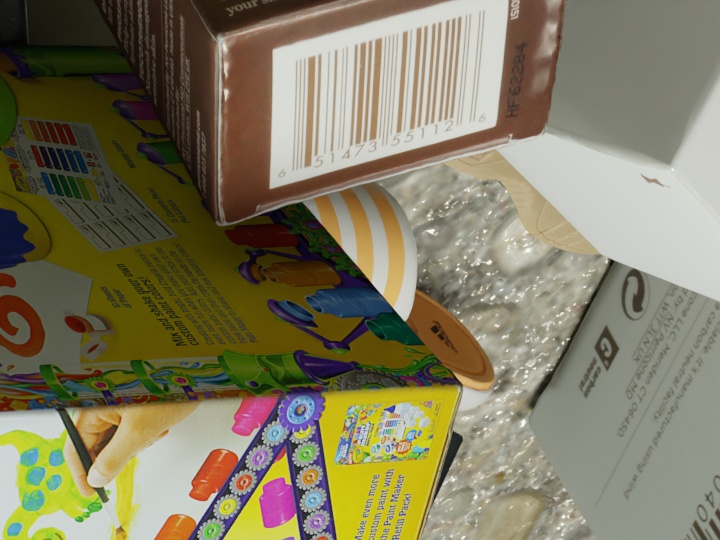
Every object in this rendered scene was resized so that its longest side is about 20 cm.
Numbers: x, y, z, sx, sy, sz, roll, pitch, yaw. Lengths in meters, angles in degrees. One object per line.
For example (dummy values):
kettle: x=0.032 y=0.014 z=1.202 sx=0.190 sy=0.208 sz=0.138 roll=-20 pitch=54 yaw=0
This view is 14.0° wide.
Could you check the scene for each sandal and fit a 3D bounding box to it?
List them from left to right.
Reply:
sandal: x=-0.004 y=-0.006 z=1.043 sx=0.059 sy=0.079 sz=0.206 roll=-46 pitch=147 yaw=16

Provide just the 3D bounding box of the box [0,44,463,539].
box: x=-0.112 y=0.033 z=0.795 sx=0.192 sy=0.200 sz=0.122 roll=-1 pitch=121 yaw=-30

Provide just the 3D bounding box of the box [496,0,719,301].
box: x=0.134 y=-0.101 z=0.942 sx=0.124 sy=0.097 sz=0.200 roll=41 pitch=75 yaw=-50

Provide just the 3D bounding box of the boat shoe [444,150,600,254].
boat shoe: x=0.066 y=-0.060 z=1.030 sx=0.072 sy=0.065 sz=0.200 roll=-28 pitch=152 yaw=24

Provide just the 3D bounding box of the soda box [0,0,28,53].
soda box: x=-0.199 y=-0.081 z=0.844 sx=0.199 sy=0.063 sz=0.071 roll=-17 pitch=139 yaw=-17

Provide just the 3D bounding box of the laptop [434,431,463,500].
laptop: x=-0.085 y=0.093 z=1.012 sx=0.200 sy=0.103 sz=0.178 roll=34 pitch=80 yaw=-55

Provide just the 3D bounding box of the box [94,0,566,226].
box: x=-0.031 y=-0.112 z=0.809 sx=0.100 sy=0.200 sz=0.075 roll=-15 pitch=141 yaw=-17

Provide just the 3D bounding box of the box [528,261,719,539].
box: x=0.206 y=0.052 z=1.132 sx=0.171 sy=0.200 sz=0.199 roll=1 pitch=130 yaw=-30

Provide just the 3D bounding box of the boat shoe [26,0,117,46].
boat shoe: x=-0.153 y=-0.045 z=0.910 sx=0.199 sy=0.071 sz=0.063 roll=-15 pitch=141 yaw=-25
